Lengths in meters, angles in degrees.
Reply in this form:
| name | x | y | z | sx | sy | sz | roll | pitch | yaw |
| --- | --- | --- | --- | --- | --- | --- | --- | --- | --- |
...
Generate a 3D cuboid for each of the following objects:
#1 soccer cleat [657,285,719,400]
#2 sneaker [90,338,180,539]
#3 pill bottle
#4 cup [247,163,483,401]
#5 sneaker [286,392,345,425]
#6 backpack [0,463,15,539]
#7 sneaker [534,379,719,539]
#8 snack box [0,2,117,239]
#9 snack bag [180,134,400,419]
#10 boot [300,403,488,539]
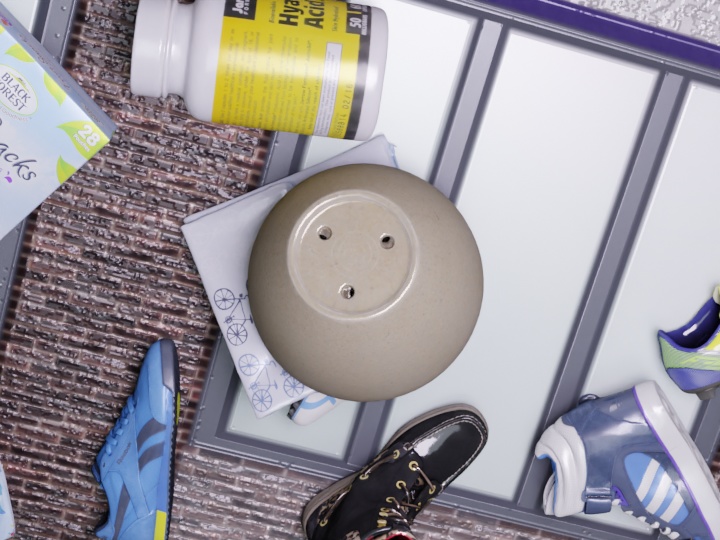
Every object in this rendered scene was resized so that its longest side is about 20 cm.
| name | x | y | z | sx | sy | sz | roll | pitch | yaw |
| --- | --- | --- | --- | --- | --- | --- | --- | --- | --- |
| soccer cleat | 0.358 | 0.038 | 1.330 | 0.200 | 0.065 | 0.084 | -30 | 104 | 6 |
| sneaker | -0.201 | 0.155 | 1.330 | 0.078 | 0.066 | 0.201 | 7 | 107 | -2 |
| pill bottle | -0.082 | -0.171 | 1.212 | 0.199 | 0.111 | 0.112 | 6 | 107 | -6 |
| cup | 0.000 | 0.000 | 1.193 | 0.199 | 0.143 | 0.201 | -1 | 81 | 3 |
| sneaker | 0.017 | 0.075 | 1.314 | 0.200 | 0.072 | 0.073 | -41 | 95 | 9 |
| backpack | -0.401 | 0.188 | 1.274 | 0.199 | 0.147 | 0.184 | 0 | 110 | 39 |
| sneaker | 0.244 | 0.204 | 1.373 | 0.146 | 0.081 | 0.200 | -27 | 110 | 13 |
| snack box | -0.332 | -0.110 | 1.238 | 0.200 | 0.068 | 0.169 | -42 | 105 | 7 |
| snack bag | -0.032 | 0.004 | 1.277 | 0.199 | 0.021 | 0.189 | -22 | 81 | 3 |
| boot | 0.035 | 0.209 | 1.316 | 0.200 | 0.151 | 0.073 | -32 | 106 | 7 |
